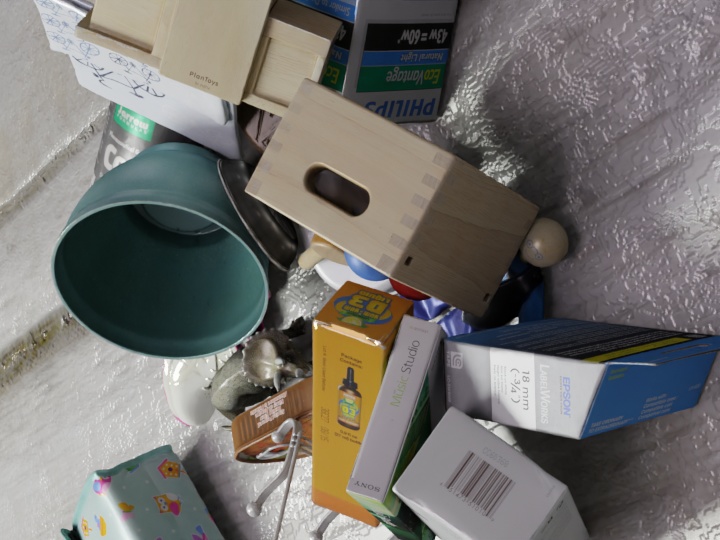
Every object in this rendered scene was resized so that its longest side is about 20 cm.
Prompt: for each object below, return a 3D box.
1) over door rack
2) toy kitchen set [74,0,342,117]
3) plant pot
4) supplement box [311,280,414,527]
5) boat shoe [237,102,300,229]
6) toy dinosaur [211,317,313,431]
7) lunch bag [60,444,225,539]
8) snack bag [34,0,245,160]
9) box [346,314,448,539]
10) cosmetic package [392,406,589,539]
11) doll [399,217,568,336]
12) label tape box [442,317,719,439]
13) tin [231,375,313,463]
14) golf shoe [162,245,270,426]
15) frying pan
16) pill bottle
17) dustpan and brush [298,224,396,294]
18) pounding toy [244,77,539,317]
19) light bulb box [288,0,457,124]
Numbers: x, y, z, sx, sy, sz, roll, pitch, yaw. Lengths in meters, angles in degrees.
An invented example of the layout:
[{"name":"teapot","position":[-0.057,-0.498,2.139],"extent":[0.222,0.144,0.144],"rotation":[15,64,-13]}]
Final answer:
[{"name":"over door rack","position":[-0.025,0.244,1.364],"extent":[0.067,0.147,0.201],"rotation":[-38,35,40]},{"name":"toy kitchen set","position":[-0.097,-0.257,1.296],"extent":[0.199,0.181,0.164],"rotation":[21,123,0]},{"name":"plant pot","position":[-0.176,-0.033,1.483],"extent":[0.200,0.199,0.135],"rotation":[-51,22,39]},{"name":"supplement box","position":[0.001,0.109,1.283],"extent":[0.066,0.069,0.201],"rotation":[19,132,20]},{"name":"boat shoe","position":[-0.039,-0.090,1.453],"extent":[0.072,0.065,0.201],"rotation":[-36,88,19]},{"name":"toy dinosaur","position":[-0.102,0.098,1.525],"extent":[0.200,0.102,0.077],"rotation":[-31,74,45]},{"name":"lunch bag","position":[-0.233,0.311,1.695],"extent":[0.171,0.121,0.200],"rotation":[57,141,20]},{"name":"snack bag","position":[-0.193,-0.170,1.412],"extent":[0.188,0.022,0.200],"rotation":[25,164,7]},{"name":"box","position":[0.047,0.134,1.274],"extent":[0.036,0.200,0.145],"rotation":[14,75,19]},{"name":"cosmetic package","position":[0.106,0.188,1.234],"extent":[0.113,0.200,0.081],"rotation":[34,80,23]},{"name":"doll","position":[0.104,0.018,1.328],"extent":[0.200,0.048,0.137],"rotation":[-41,78,41]},{"name":"label tape box","position":[0.180,0.080,1.185],"extent":[0.199,0.144,0.064],"rotation":[5,100,47]},{"name":"tin","position":[-0.039,0.134,1.459],"extent":[0.200,0.111,0.042],"rotation":[-31,59,45]},{"name":"golf shoe","position":[-0.143,0.077,1.589],"extent":[0.091,0.075,0.201],"rotation":[31,120,36]},{"name":"frying pan","position":[-0.075,-0.040,1.433],"extent":[0.031,0.190,0.115],"rotation":[-31,62,9]},{"name":"pill bottle","position":[-0.197,-0.139,1.577],"extent":[0.113,0.113,0.201],"rotation":[40,125,35]},{"name":"dustpan and brush","position":[0.000,0.000,1.412],"extent":[0.139,0.057,0.201],"rotation":[16,107,17]},{"name":"pounding toy","position":[0.008,-0.043,1.262],"extent":[0.199,0.184,0.143],"rotation":[30,94,33]},{"name":"light bulb box","position":[-0.024,-0.246,1.362],"extent":[0.198,0.124,0.201],"rotation":[27,115,41]}]
